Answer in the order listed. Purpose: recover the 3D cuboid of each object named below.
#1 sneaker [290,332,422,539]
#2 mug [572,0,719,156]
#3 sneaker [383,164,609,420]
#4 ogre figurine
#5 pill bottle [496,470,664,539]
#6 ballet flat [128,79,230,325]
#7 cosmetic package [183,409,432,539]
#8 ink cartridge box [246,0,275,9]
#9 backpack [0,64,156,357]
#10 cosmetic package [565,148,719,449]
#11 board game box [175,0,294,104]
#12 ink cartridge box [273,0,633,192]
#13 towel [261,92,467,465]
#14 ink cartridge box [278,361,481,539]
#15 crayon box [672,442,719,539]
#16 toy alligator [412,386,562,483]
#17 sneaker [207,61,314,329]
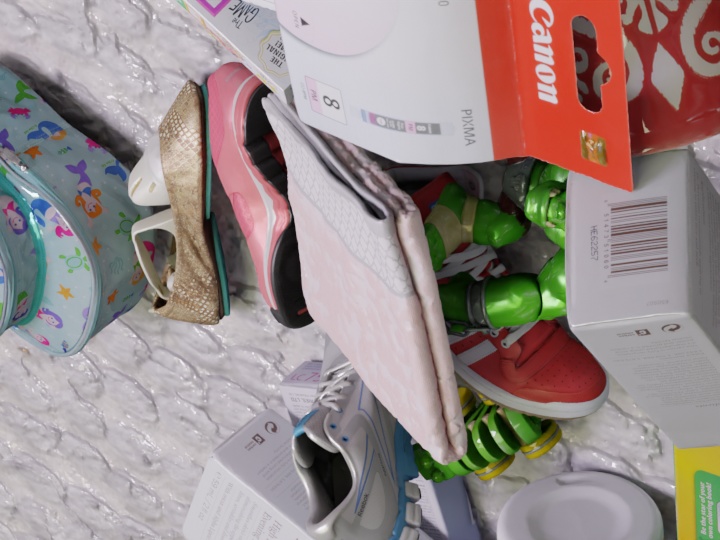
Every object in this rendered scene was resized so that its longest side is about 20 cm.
[{"bbox_3d":[-0.009,0.099,1.523,0.087,0.201,0.075,24,139,-39],"label":"sneaker"},{"bbox_3d":[0.161,-0.183,1.220,0.177,0.134,0.201,-15,108,7],"label":"mug"},{"bbox_3d":[0.080,0.008,1.455,0.200,0.071,0.113,33,140,23],"label":"sneaker"},{"bbox_3d":[0.105,-0.052,1.364,0.119,0.098,0.201,12,86,21],"label":"ogre figurine"},{"bbox_3d":[0.152,0.245,1.536,0.112,0.112,0.201,18,131,32],"label":"pill bottle"},{"bbox_3d":[-0.131,-0.042,1.601,0.065,0.071,0.201,-5,124,-3],"label":"ballet flat"},{"bbox_3d":[-0.023,0.204,1.623,0.200,0.074,0.102,38,138,16],"label":"cosmetic package"},{"bbox_3d":[-0.019,-0.206,1.254,0.200,0.057,0.163,27,145,35],"label":"ink cartridge box"},{"bbox_3d":[-0.253,-0.033,1.675,0.200,0.151,0.178,32,135,13],"label":"backpack"},{"bbox_3d":[0.180,0.021,1.268,0.074,0.102,0.200,-7,153,22],"label":"cosmetic package"},{"bbox_3d":[-0.071,-0.217,1.378,0.200,0.134,0.034,43,174,8],"label":"board game box"},{"bbox_3d":[0.042,-0.119,1.182,0.200,0.057,0.163,28,145,34],"label":"ink cartridge box"},{"bbox_3d":[0.000,0.000,1.425,0.200,0.032,0.192,49,157,52],"label":"towel"},{"bbox_3d":[0.022,0.162,1.646,0.119,0.042,0.201,3,118,40],"label":"ink cartridge box"},{"bbox_3d":[0.259,0.147,1.406,0.118,0.058,0.201,17,129,33],"label":"crayon box"},{"bbox_3d":[0.067,0.119,1.527,0.200,0.054,0.059,-29,103,34],"label":"toy alligator"},{"bbox_3d":[-0.058,-0.056,1.548,0.087,0.074,0.201,34,142,49],"label":"sneaker"}]
